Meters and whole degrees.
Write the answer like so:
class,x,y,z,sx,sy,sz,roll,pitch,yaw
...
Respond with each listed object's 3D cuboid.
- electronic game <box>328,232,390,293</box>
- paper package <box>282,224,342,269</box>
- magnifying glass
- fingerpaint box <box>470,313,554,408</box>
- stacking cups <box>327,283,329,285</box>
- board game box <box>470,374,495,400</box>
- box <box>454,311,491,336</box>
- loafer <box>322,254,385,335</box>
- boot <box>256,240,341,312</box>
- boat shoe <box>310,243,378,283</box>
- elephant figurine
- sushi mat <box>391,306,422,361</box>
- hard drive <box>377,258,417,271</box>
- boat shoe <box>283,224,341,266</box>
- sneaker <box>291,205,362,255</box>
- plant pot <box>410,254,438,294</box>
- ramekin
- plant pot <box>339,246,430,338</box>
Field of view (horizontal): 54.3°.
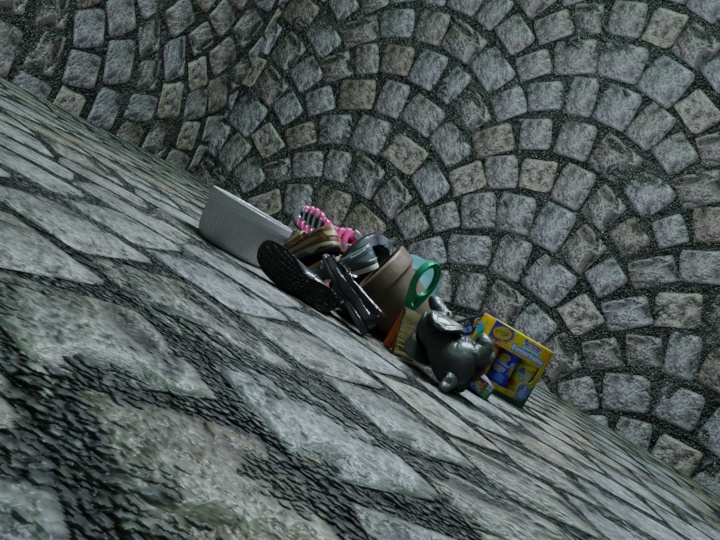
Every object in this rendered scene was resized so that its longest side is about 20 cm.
class,x,y,z,sx,sy,sz,roll,pitch,yaw
electronic game,0.000,0.000,1.671,0.042,0.201,0.200,37,5,30
paper package,-0.116,-0.018,1.846,0.190,0.104,0.200,32,3,34
magnifying glass,0.105,0.070,1.449,0.022,0.201,0.079,32,7,35
fingerpaint box,0.367,0.231,1.792,0.199,0.168,0.073,30,2,-20
stacking cups,-0.055,0.034,1.710,0.060,0.061,0.200,31,13,23
board game box,0.240,0.229,1.631,0.135,0.035,0.200,40,2,2
box,0.264,0.161,1.919,0.198,0.198,0.050,10,63,-79
loafer,-0.014,0.042,1.449,0.201,0.063,0.072,60,-1,32
boot,-0.128,0.019,1.447,0.200,0.070,0.132,43,-1,-1
boat shoe,-0.061,-0.011,1.548,0.198,0.062,0.073,-14,9,-2
elephant figurine,0.155,0.136,1.380,0.200,0.141,0.155,46,-7,24
sushi mat,0.126,0.145,1.481,0.012,0.097,0.200,14,-9,35
hard drive,0.048,0.032,1.947,0.199,0.140,0.033,16,-34,36
boat shoe,-0.129,-0.053,1.603,0.198,0.075,0.075,-15,-20,27
sneaker,-0.092,-0.092,1.804,0.199,0.080,0.095,30,-20,-8
plant pot,0.128,0.071,2.038,0.199,0.202,0.161,30,18,-3
ramekin,-0.260,-0.091,1.539,0.199,0.106,0.200,31,2,-1
plant pot,0.080,0.074,1.568,0.175,0.200,0.200,46,2,-1
